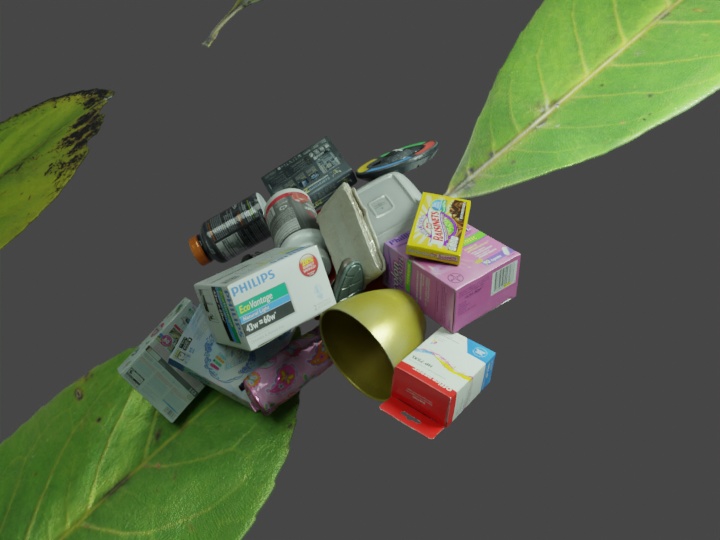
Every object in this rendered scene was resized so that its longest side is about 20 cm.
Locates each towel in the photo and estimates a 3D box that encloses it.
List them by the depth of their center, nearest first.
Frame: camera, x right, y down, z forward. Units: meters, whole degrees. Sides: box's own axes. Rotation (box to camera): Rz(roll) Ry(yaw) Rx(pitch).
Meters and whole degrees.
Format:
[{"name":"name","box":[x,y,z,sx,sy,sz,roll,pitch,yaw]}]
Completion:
[{"name":"towel","box":[-0.021,-0.057,1.502,0.132,0.034,0.204,-43,62,48]}]

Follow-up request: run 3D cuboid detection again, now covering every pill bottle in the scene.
[{"name":"pill bottle","box":[-0.128,-0.069,1.608,0.109,0.111,0.202,-28,51,3]},{"name":"pill bottle","box":[-0.299,-0.088,1.775,0.197,0.107,0.107,-28,46,3]}]

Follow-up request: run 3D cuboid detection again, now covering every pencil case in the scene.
[{"name":"pencil case","box":[-0.132,0.192,1.468,0.199,0.088,0.087,-37,46,-17]}]

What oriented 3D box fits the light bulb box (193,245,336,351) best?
[{"name":"light bulb box","box":[-0.182,0.047,1.440,0.196,0.127,0.199,-26,13,-27]}]

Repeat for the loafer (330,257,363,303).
[{"name":"loafer","box":[-0.041,0.059,1.471,0.071,0.204,0.063,-24,44,-37]}]

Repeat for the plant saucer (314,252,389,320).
[{"name":"plant saucer","box":[0.000,0.000,1.580,0.195,0.037,0.203,-7,52,21]}]

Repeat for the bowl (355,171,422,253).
[{"name":"bowl","box":[0.048,-0.110,1.561,0.197,0.075,0.201,-28,54,-8]}]

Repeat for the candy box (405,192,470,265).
[{"name":"candy box","box":[0.149,-0.083,1.438,0.100,0.027,0.201,9,36,8]}]

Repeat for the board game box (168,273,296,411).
[{"name":"board game box","box":[-0.251,0.142,1.530,0.196,0.043,0.203,29,62,-6]}]

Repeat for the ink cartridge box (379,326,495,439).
[{"name":"ink cartridge box","box":[0.132,0.186,1.297,0.115,0.069,0.199,25,36,27]}]

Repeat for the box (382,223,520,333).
[{"name":"box","box":[0.169,-0.002,1.436,0.174,0.099,0.199,-25,40,-30]}]

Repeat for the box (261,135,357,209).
[{"name":"box","box":[-0.124,-0.216,1.830,0.198,0.051,0.158,-33,46,-3]}]

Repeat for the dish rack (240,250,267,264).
[{"name":"dish rack","box":[-0.185,0.022,1.669,0.195,0.055,0.156,-7,52,19]}]

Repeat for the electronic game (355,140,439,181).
[{"name":"electronic game","box":[0.081,-0.248,1.705,0.196,0.042,0.200,-20,15,5]}]

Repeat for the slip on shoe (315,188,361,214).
[{"name":"slip on shoe","box":[-0.062,-0.130,1.723,0.196,0.062,0.075,-21,49,12]}]

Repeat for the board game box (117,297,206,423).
[{"name":"board game box","box":[-0.373,0.182,1.566,0.200,0.148,0.064,-47,19,-15]}]

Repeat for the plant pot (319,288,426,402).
[{"name":"plant pot","box":[0.041,0.117,1.404,0.198,0.203,0.141,25,50,38]}]
